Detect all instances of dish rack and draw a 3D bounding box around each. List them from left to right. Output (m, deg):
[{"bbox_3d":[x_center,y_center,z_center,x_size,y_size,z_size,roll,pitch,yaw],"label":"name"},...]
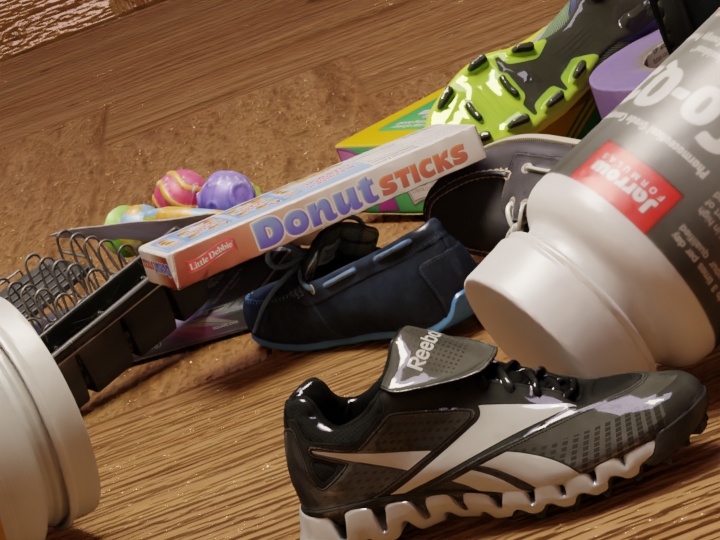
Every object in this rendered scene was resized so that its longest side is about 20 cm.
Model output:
[{"bbox_3d":[-0.199,0.028,1.664,0.153,0.055,0.200,-39,29,-28],"label":"dish rack"}]

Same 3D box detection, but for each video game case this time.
[{"bbox_3d":[-0.145,0.034,1.723,0.199,0.019,0.143,-16,14,17],"label":"video game case"}]

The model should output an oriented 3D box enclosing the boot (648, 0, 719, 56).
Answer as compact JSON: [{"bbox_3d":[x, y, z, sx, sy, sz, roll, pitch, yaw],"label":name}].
[{"bbox_3d":[0.249,-0.133,1.414,0.168,0.201,0.076,-22,7,6],"label":"boot"}]

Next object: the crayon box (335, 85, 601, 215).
[{"bbox_3d":[0.111,-0.095,1.764,0.172,0.058,0.200,-31,18,-31],"label":"crayon box"}]

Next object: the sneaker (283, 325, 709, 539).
[{"bbox_3d":[0.051,0.063,1.154,0.199,0.091,0.066,-16,15,20],"label":"sneaker"}]

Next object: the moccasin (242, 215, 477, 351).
[{"bbox_3d":[0.000,0.000,1.524,0.200,0.068,0.080,-10,18,48],"label":"moccasin"}]

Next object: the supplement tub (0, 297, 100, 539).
[{"bbox_3d":[-0.244,0.108,1.300,0.200,0.145,0.144,-26,14,-22],"label":"supplement tub"}]

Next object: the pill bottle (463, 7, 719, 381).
[{"bbox_3d":[0.151,-0.029,1.228,0.200,0.114,0.114,-43,18,-11],"label":"pill bottle"}]

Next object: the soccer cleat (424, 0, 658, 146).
[{"bbox_3d":[0.120,-0.120,1.648,0.200,0.065,0.084,-39,-20,-22],"label":"soccer cleat"}]

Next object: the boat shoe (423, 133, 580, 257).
[{"bbox_3d":[0.108,-0.037,1.511,0.200,0.073,0.063,-3,18,38],"label":"boat shoe"}]

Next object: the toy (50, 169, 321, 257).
[{"bbox_3d":[-0.104,-0.040,1.713,0.115,0.047,0.200,7,-10,-36],"label":"toy"}]

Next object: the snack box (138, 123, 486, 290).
[{"bbox_3d":[-0.028,-0.039,1.528,0.200,0.024,0.072,-23,11,-15],"label":"snack box"}]

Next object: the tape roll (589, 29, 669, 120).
[{"bbox_3d":[0.243,-0.107,1.561,0.199,0.085,0.200,-20,13,5],"label":"tape roll"}]
